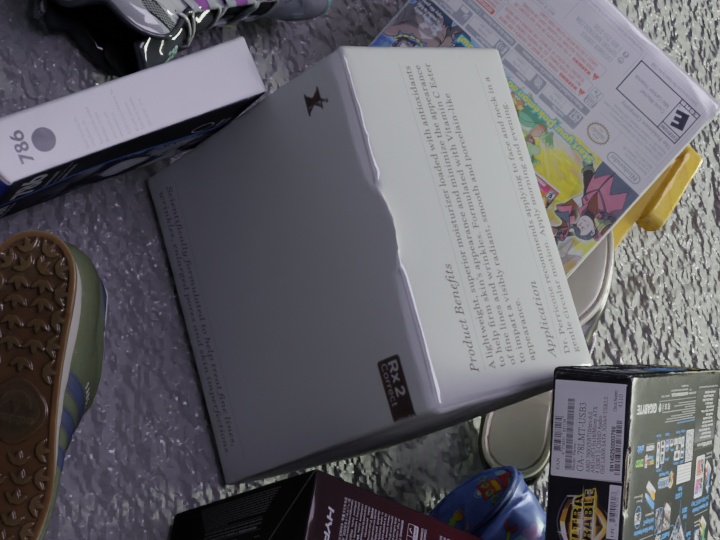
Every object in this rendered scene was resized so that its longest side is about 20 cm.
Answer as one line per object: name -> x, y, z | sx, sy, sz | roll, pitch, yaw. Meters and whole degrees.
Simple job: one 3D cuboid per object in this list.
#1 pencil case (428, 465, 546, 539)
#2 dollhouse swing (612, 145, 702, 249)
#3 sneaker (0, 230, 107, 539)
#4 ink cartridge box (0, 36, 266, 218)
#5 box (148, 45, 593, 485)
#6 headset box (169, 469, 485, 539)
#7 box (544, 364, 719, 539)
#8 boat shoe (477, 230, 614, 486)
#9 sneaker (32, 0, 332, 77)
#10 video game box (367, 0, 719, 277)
pencil case -> 0.114, 0.224, 0.960 | 0.087, 0.078, 0.201 | -35, 97, -17
dollhouse swing -> 0.112, -0.090, 1.112 | 0.200, 0.176, 0.182 | 36, 12, -22
sneaker -> -0.172, 0.083, 0.789 | 0.067, 0.090, 0.202 | 12, 87, 9
ink cartridge box -> -0.156, -0.068, 0.820 | 0.199, 0.099, 0.039 | -22, 88, -28
box -> 0.000, 0.000, 0.875 | 0.130, 0.200, 0.200 | -7, 77, -42
headset box -> 0.008, 0.189, 0.839 | 0.199, 0.148, 0.075 | 26, 60, -27
box -> 0.152, 0.153, 0.842 | 0.200, 0.049, 0.200 | 5, 91, -64
boat shoe -> 0.124, 0.054, 1.031 | 0.066, 0.057, 0.201 | 16, 70, 10
sneaker -> -0.111, -0.153, 0.937 | 0.199, 0.078, 0.141 | 13, 66, -24
video game box -> 0.101, -0.104, 0.987 | 0.200, 0.047, 0.182 | 43, 90, -1
